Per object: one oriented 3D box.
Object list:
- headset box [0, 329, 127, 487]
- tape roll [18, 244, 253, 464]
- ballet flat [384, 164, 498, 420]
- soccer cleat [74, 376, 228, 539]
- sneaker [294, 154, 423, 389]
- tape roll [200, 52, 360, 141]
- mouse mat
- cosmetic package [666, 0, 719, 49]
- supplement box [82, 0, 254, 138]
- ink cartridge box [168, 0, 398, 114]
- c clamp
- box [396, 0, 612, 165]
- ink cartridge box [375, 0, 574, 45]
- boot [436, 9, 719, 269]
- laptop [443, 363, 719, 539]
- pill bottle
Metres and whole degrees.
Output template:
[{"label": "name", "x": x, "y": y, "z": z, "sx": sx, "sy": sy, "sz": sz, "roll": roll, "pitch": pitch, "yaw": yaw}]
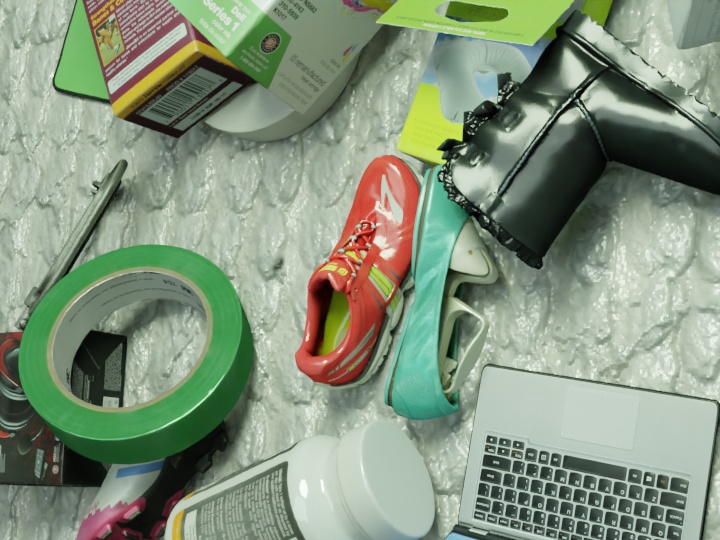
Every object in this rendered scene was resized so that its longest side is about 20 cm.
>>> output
[{"label": "headset box", "x": -0.331, "y": 0.137, "z": 1.140, "sx": 0.200, "sy": 0.075, "sz": 0.149, "roll": -5, "pitch": 77, "yaw": 33}, {"label": "tape roll", "x": -0.196, "y": 0.070, "z": 1.017, "sx": 0.200, "sy": 0.048, "sz": 0.201, "roll": -5, "pitch": 53, "yaw": 7}, {"label": "ballet flat", "x": 0.071, "y": 0.020, "z": 0.902, "sx": 0.070, "sy": 0.067, "sz": 0.200, "roll": 9, "pitch": 89, "yaw": 20}, {"label": "soccer cleat", "x": -0.196, "y": 0.184, "z": 1.051, "sx": 0.200, "sy": 0.070, "sz": 0.086, "roll": -49, "pitch": 47, "yaw": 11}, {"label": "sneaker", "x": 0.000, "y": 0.000, "z": 0.935, "sx": 0.077, "sy": 0.085, "sz": 0.200, "roll": 14, "pitch": 89, "yaw": 35}, {"label": "tape roll", "x": -0.085, "y": -0.220, "z": 1.068, "sx": 0.203, "sy": 0.037, "sz": 0.203, "roll": -8, "pitch": 75, "yaw": 33}, {"label": "mouse mat", "x": -0.247, "y": -0.273, "z": 1.208, "sx": 0.161, "sy": 0.008, "sz": 0.200, "roll": 17, "pitch": 91, "yaw": 36}, {"label": "cosmetic package", "x": 0.288, "y": -0.270, "z": 0.730, "sx": 0.200, "sy": 0.123, "sz": 0.200, "roll": -9, "pitch": 74, "yaw": 6}, {"label": "supplement box", "x": -0.184, "y": -0.240, "z": 1.065, "sx": 0.110, "sy": 0.086, "sz": 0.200, "roll": -31, "pitch": 65, "yaw": 26}, {"label": "ink cartridge box", "x": -0.034, "y": -0.244, "z": 0.930, "sx": 0.200, "sy": 0.145, "sz": 0.084, "roll": -47, "pitch": 66, "yaw": 7}, {"label": "c clamp", "x": -0.285, "y": -0.024, "z": 1.130, "sx": 0.200, "sy": 0.027, "sz": 0.171, "roll": -59, "pitch": 13, "yaw": -3}, {"label": "box", "x": 0.118, "y": -0.169, "z": 0.913, "sx": 0.122, "sy": 0.048, "sz": 0.200, "roll": 22, "pitch": 94, "yaw": 35}, {"label": "ink cartridge box", "x": 0.114, "y": -0.260, "z": 0.857, "sx": 0.148, "sy": 0.076, "sz": 0.200, "roll": 18, "pitch": 55, "yaw": 36}, {"label": "boot", "x": 0.162, "y": -0.072, "z": 0.820, "sx": 0.198, "sy": 0.073, "sz": 0.163, "roll": 42, "pitch": 96, "yaw": 19}, {"label": "laptop", "x": 0.127, "y": 0.170, "z": 0.796, "sx": 0.187, "sy": 0.116, "sz": 0.200, "roll": 7, "pitch": 84, "yaw": 35}, {"label": "pill bottle", "x": -0.048, "y": 0.198, "z": 0.909, "sx": 0.200, "sy": 0.116, "sz": 0.117, "roll": -28, "pitch": 66, "yaw": 27}]
